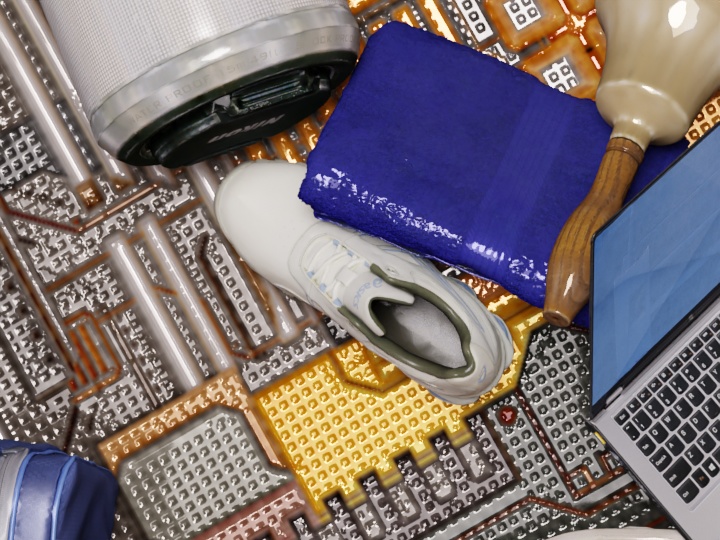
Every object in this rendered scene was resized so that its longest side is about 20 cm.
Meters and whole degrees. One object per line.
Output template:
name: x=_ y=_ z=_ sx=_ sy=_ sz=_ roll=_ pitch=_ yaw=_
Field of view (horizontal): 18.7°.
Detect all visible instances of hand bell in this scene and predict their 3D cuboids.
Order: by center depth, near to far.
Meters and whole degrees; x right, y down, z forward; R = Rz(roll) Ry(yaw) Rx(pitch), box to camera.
hand bell: x=0.141 y=-0.057 z=1.192 sx=0.103 sy=0.104 sz=0.201 roll=24 pitch=67 yaw=4

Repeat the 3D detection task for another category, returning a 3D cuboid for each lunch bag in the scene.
lunch bag: x=-0.197 y=0.161 z=1.202 sx=0.131 sy=0.200 sz=0.137 roll=5 pitch=84 yaw=2

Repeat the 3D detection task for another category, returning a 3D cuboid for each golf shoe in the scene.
golf shoe: x=0.000 y=0.000 z=1.242 sx=0.199 sy=0.097 sz=0.079 roll=33 pitch=93 yaw=6

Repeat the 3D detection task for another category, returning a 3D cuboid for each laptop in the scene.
laptop: x=0.217 y=0.031 z=1.173 sx=0.187 sy=0.116 sz=0.200 roll=-39 pitch=86 yaw=-32

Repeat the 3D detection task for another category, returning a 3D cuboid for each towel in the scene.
towel: x=0.076 y=-0.051 z=1.240 sx=0.199 sy=0.050 sz=0.148 roll=24 pitch=53 yaw=4

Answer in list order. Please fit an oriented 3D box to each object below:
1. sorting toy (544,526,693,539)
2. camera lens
sorting toy: x=0.096 y=0.238 z=1.233 sx=0.178 sy=0.107 sz=0.202 roll=3 pitch=88 yaw=12
camera lens: x=-0.101 y=-0.169 z=1.219 sx=0.159 sy=0.160 sz=0.201 roll=-23 pitch=84 yaw=3
